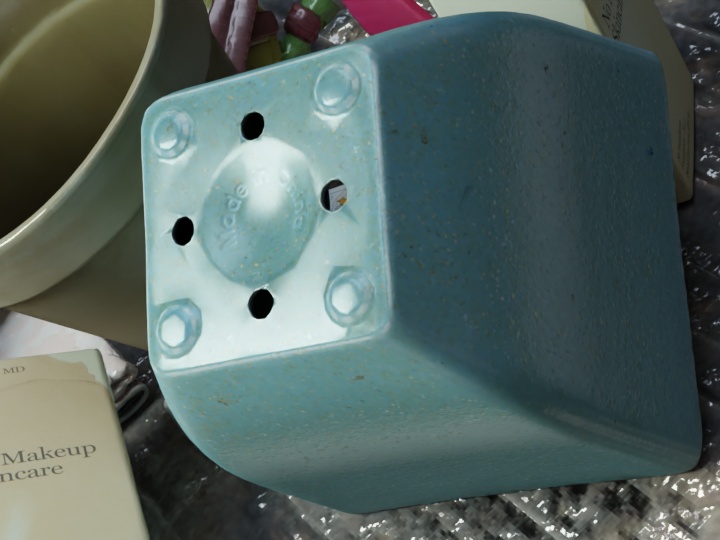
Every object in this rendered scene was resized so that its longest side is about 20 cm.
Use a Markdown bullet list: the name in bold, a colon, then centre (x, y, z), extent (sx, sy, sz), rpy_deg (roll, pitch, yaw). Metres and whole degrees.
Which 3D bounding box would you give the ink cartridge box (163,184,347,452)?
- **ink cartridge box**: centre (0.000, 0.000, 0.975), extent (0.200, 0.044, 0.174), rpy_deg (-17, 38, 26)

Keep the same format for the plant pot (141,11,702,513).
- **plant pot**: centre (0.010, -0.007, 0.775), extent (0.195, 0.200, 0.197), rpy_deg (-12, 74, 31)

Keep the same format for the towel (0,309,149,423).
- **towel**: centre (-0.237, 0.097, 1.071), extent (0.200, 0.032, 0.191), rpy_deg (-45, 37, -11)

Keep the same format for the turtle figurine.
- **turtle figurine**: centre (-0.075, -0.162, 1.072), extent (0.144, 0.194, 0.200), rpy_deg (-7, 21, 49)

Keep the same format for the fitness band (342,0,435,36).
- **fitness band**: centre (0.046, -0.170, 1.046), extent (0.037, 0.143, 0.200), rpy_deg (-51, 23, 31)

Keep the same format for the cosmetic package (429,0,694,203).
- **cosmetic package**: centre (0.098, -0.127, 0.901), extent (0.073, 0.200, 0.104), rpy_deg (-16, 40, 24)

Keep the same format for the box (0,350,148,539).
- **box**: centre (-0.156, 0.130, 0.885), extent (0.095, 0.078, 0.200), rpy_deg (-8, 34, -14)

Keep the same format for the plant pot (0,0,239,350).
- **plant pot**: centre (-0.117, -0.045, 0.920), extent (0.200, 0.173, 0.200), rpy_deg (-25, 47, 30)
